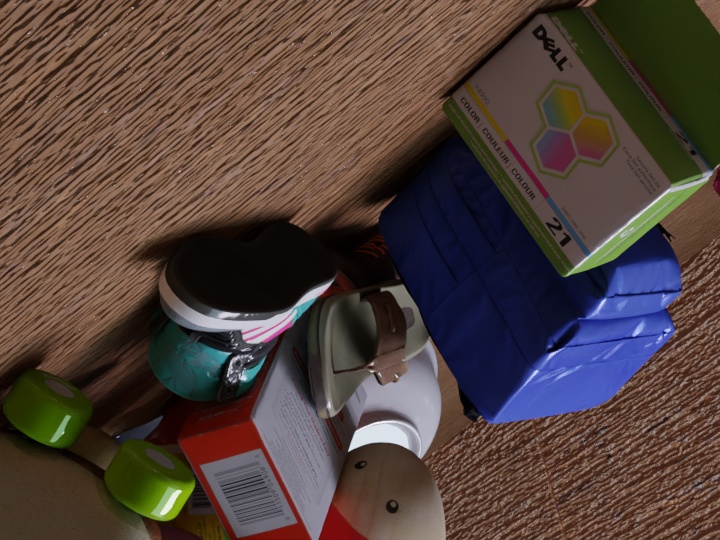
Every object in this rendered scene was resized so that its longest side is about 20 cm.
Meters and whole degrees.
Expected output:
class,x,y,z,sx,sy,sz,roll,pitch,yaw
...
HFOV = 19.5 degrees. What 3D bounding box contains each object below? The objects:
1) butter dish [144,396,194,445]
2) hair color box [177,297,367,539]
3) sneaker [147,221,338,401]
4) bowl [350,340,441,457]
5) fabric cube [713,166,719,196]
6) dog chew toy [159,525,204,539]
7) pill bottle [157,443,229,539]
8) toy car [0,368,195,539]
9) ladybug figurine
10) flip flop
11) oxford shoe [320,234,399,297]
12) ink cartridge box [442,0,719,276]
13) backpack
class,x,y,z,sx,sy,sz,roll,pitch,yaw
butter dish,-0.118,0.165,1.735,0.148,0.200,0.200,9,141,-42
hair color box,-0.059,0.104,1.494,0.064,0.111,0.200,-17,-157,21
sneaker,-0.100,0.034,1.370,0.121,0.084,0.200,-49,167,20
bowl,-0.006,0.141,1.870,0.201,0.090,0.201,-14,132,-16
fabric cube,0.595,-0.097,2.712,0.196,0.200,0.200,-35,170,4
dog chew toy,-0.112,0.247,1.477,0.200,0.125,0.124,0,-160,46
pill bottle,-0.161,0.191,1.621,0.200,0.111,0.111,-5,178,15
toy car,-0.186,0.161,1.418,0.164,0.158,0.200,-58,171,10
ladybug figurine,-0.011,0.216,1.537,0.072,0.136,0.200,-5,130,-43
flip flop,0.015,0.051,1.522,0.057,0.081,0.200,-1,-170,27
oxford shoe,0.000,0.000,1.634,0.073,0.071,0.200,-68,163,-4
ink cartridge box,0.174,-0.116,1.365,0.200,0.148,0.076,-43,167,33
backpack,0.127,-0.013,1.538,0.162,0.200,0.168,1,139,-49
